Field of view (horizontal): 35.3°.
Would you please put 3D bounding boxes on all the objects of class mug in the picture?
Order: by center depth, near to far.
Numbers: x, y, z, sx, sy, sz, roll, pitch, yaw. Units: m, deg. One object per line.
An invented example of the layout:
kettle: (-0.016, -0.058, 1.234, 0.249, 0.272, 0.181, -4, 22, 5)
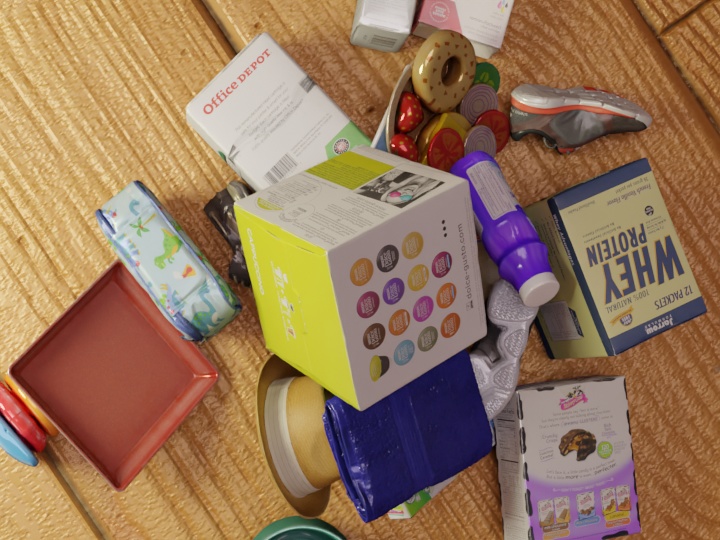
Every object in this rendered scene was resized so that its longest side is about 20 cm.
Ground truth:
mug: (-0.061, 0.387, 1.386, 0.184, 0.114, 0.153, 32, 83, -5)

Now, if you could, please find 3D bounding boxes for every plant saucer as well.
plant saucer: (-0.296, 0.125, 1.360, 0.201, 0.036, 0.200, 52, 56, -18)

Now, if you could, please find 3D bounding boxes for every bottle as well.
bottle: (0.173, -0.049, 1.352, 0.065, 0.084, 0.202, -30, 57, 8)

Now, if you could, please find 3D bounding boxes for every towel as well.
towel: (0.055, 0.183, 1.312, 0.198, 0.049, 0.150, -22, 101, -28)

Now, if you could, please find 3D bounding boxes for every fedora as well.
fedora: (-0.054, 0.191, 1.355, 0.081, 0.200, 0.203, -17, 89, 20)

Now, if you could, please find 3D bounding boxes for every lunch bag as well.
lunch bag: (-0.228, -0.007, 1.364, 0.082, 0.161, 0.201, -39, 90, -2)

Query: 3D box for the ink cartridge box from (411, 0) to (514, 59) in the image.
ink cartridge box: (0.149, -0.394, 1.475, 0.115, 0.067, 0.203, 16, 85, -6)

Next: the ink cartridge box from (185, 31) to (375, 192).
ink cartridge box: (-0.103, -0.173, 1.423, 0.146, 0.084, 0.200, -44, 93, -7)

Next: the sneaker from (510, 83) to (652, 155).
sneaker: (0.285, -0.194, 1.493, 0.197, 0.077, 0.083, 5, 116, -11)

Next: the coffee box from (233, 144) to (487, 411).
coffee box: (0.000, 0.000, 1.285, 0.196, 0.199, 0.202, -27, 122, -27)

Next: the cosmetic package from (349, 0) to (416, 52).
cosmetic package: (0.042, -0.392, 1.445, 0.073, 0.102, 0.203, 10, 85, -8)

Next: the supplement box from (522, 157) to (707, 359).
supplement box: (0.291, -0.008, 1.400, 0.133, 0.200, 0.202, -22, 90, -14)

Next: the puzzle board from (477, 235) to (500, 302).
puzzle board: (0.096, 0.001, 1.475, 0.197, 0.017, 0.153, -9, 87, -8)

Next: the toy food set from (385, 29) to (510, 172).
toy food set: (0.112, -0.185, 1.427, 0.197, 0.048, 0.202, 35, 76, -40)

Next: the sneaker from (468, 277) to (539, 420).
sneaker: (0.172, 0.099, 1.414, 0.075, 0.114, 0.203, 22, 94, 8)

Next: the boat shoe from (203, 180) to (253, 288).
boat shoe: (-0.132, -0.013, 1.426, 0.073, 0.074, 0.202, -29, 85, 5)

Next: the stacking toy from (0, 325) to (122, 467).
stacking toy: (-0.369, 0.133, 1.376, 0.200, 0.110, 0.116, -43, 102, -18)

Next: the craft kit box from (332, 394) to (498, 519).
craft kit box: (0.070, 0.167, 1.391, 0.197, 0.048, 0.202, -30, 99, -43)

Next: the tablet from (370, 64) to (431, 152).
tablet: (0.060, -0.142, 1.433, 0.130, 0.014, 0.202, 31, 79, -41)

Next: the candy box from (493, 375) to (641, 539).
candy box: (0.260, 0.241, 1.435, 0.165, 0.071, 0.203, -4, 88, -23)
